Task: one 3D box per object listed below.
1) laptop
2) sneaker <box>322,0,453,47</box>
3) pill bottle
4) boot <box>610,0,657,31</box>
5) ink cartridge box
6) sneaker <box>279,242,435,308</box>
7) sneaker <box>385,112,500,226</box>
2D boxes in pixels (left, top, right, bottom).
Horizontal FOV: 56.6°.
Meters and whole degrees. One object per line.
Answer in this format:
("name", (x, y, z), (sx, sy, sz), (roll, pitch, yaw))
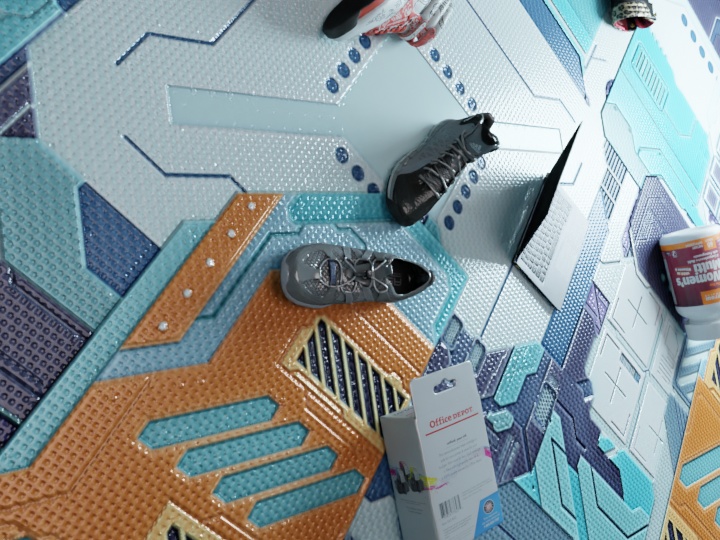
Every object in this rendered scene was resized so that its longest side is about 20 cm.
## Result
("laptop", (0.315, -0.076, 1.010), (0.200, 0.115, 0.188), (43, 59, -25))
("sneaker", (0.045, -0.327, 0.869), (0.201, 0.067, 0.108), (-46, 132, -19))
("pill bottle", (0.640, 0.023, 1.258), (0.109, 0.109, 0.203), (-16, 92, -39))
("boot", (0.545, -0.548, 1.308), (0.198, 0.073, 0.153), (-5, 84, -35))
("ink cartridge box", (0.095, 0.220, 0.810), (0.114, 0.067, 0.203), (-9, 88, -39))
("sneaker", (0.000, 0.000, 0.764), (0.198, 0.082, 0.076), (-1, 82, -39))
("sneaker", (0.115, -0.144, 0.862), (0.075, 0.115, 0.201), (47, 56, -22))
